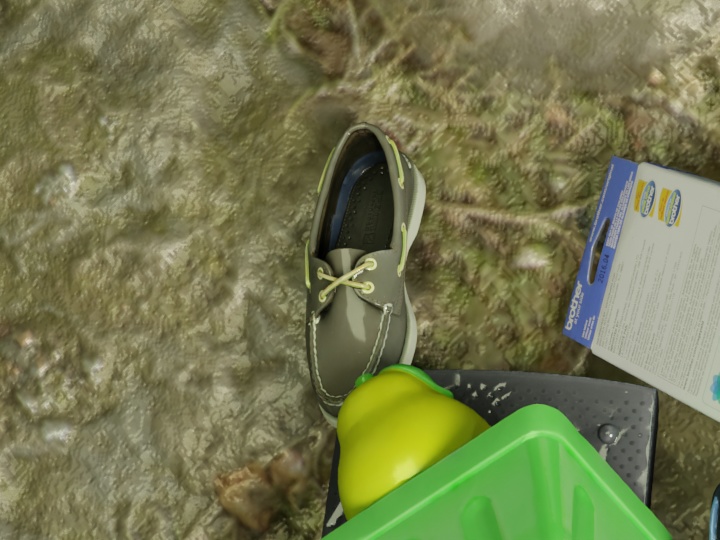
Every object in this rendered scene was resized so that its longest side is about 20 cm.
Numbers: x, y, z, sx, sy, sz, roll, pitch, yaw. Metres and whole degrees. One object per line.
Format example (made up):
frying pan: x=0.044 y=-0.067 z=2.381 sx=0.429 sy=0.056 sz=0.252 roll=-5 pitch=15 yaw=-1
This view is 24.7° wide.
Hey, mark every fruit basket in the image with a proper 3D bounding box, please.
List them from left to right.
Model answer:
fruit basket: x=0.050 y=0.150 z=0.901 sx=0.216 sy=0.156 sz=0.216 roll=-34 pitch=26 yaw=19

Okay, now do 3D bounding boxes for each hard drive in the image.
hard drive: x=0.078 y=0.128 z=0.977 sx=0.200 sy=0.042 sz=0.135 roll=0 pitch=72 yaw=26

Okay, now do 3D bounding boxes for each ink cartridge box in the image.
ink cartridge box: x=0.191 y=0.011 z=0.911 sx=0.200 sy=0.042 sz=0.119 roll=29 pitch=108 yaw=59

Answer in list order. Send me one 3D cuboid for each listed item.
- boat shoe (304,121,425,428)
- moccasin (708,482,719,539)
boat shoe: x=-0.003 y=0.000 z=1.024 sx=0.072 sy=0.060 sz=0.202 roll=-6 pitch=56 yaw=22
moccasin: x=0.208 y=0.201 z=0.841 sx=0.068 sy=0.080 sz=0.200 roll=9 pitch=93 yaw=56
